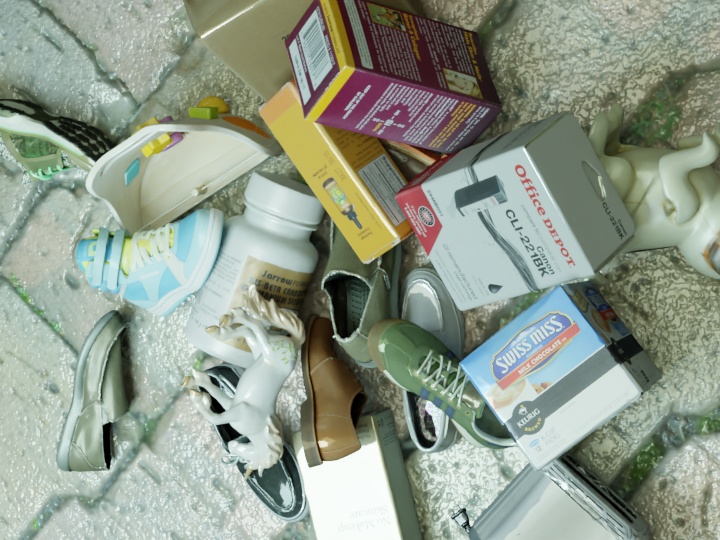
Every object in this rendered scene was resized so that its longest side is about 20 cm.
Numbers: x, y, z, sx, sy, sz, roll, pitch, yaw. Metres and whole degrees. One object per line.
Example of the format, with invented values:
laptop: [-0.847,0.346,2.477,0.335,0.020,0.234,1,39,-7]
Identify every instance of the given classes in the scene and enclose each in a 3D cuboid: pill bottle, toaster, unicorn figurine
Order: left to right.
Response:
unicorn figurine: [-0.119,0.128,1.569,0.137,0.074,0.201,29,98,-24]
pill bottle: [-0.110,-0.002,1.637,0.114,0.114,0.201,23,99,16]
toaster: [0.207,0.273,1.545,0.200,0.114,0.129,41,99,15]

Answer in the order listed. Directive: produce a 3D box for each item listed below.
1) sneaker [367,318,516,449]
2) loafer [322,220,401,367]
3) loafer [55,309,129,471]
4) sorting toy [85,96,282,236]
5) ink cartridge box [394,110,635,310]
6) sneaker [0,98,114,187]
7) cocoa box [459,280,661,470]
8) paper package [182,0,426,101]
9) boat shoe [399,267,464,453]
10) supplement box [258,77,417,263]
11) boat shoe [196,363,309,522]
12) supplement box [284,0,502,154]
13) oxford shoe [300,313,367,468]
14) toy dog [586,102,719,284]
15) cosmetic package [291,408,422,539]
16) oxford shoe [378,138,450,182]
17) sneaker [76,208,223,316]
sneaker: [0.102,0.118,1.536,0.200,0.090,0.067,43,70,-23]
loafer: [0.000,0.000,1.593,0.075,0.070,0.202,-19,65,28]
loafer: [-0.297,0.145,1.733,0.069,0.075,0.201,16,102,5]
sorting toy: [-0.217,-0.125,1.634,0.199,0.180,0.107,-31,82,16]
ink cartridge box: [0.152,-0.056,1.476,0.199,0.084,0.145,-19,106,50]
sneaker: [-0.368,-0.136,1.750,0.199,0.077,0.089,24,112,21]
cocoa box: [0.205,0.099,1.492,0.133,0.200,0.132,-38,80,14]
paper package: [-0.054,-0.278,1.565,0.199,0.191,0.104,-28,55,17]
boat shoe: [0.070,0.098,1.605,0.071,0.068,0.202,1,92,18]
supplement box: [-0.017,-0.111,1.548,0.066,0.069,0.201,-32,91,46]
boat shoe: [-0.121,0.196,1.671,0.073,0.068,0.200,-28,83,17]
supplement box: [0.034,-0.200,1.521,0.086,0.199,0.111,-47,45,40]
oxford shoe: [-0.028,0.126,1.603,0.071,0.072,0.201,-11,46,5]
toy dog: [0.312,-0.060,1.486,0.199,0.139,0.195,21,98,14]
cosmetic package: [0.002,0.262,1.632,0.103,0.073,0.202,-16,86,18]
oxford shoe: [0.046,-0.106,1.607,0.199,0.071,0.073,21,102,16]
sneaker: [-0.237,-0.020,1.631,0.200,0.130,0.080,-44,34,48]
